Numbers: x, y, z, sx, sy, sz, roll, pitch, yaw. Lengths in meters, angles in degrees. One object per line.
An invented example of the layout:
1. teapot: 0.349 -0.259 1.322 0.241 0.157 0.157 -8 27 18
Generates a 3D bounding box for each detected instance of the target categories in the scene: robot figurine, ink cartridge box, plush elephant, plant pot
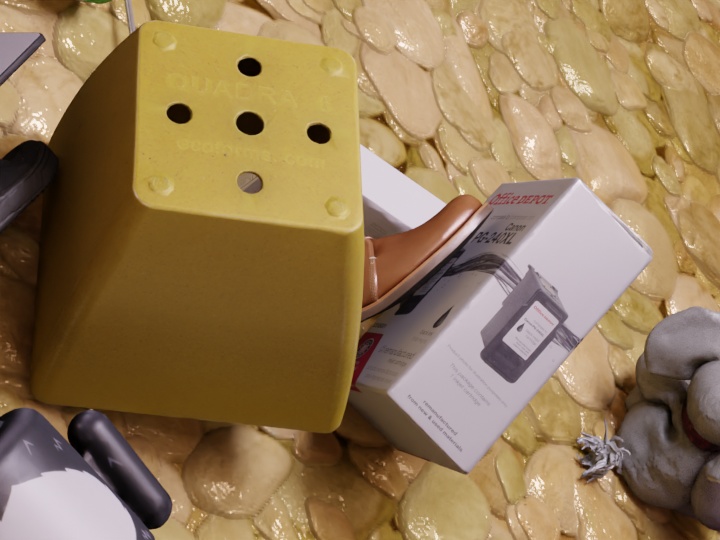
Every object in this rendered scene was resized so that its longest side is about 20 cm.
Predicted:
1. robot figurine: -0.182 0.156 1.044 0.200 0.150 0.125 49 3 -10
2. ink cartridge box: 0.087 0.033 1.333 0.083 0.145 0.200 45 78 -13
3. plush elephant: 0.285 0.119 1.553 0.199 0.155 0.166 0 65 -48
4. plant pot: -0.087 -0.038 1.184 0.198 0.177 0.201 7 56 -14

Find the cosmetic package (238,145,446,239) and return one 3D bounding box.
1. cosmetic package: 0.005 -0.036 1.416 0.199 0.082 0.051 34 44 -29

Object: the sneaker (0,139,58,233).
1. sneaker: -0.264 -0.046 1.146 0.104 0.060 0.200 50 43 -15

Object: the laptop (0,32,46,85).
1. laptop: -0.321 -0.138 1.108 0.188 0.199 0.117 -58 144 -49

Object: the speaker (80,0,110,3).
1. speaker: -0.241 -0.251 1.291 0.199 0.088 0.089 24 49 -36

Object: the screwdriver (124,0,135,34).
1. screwdriver: -0.173 -0.207 1.385 0.029 0.028 0.201 1 61 -13

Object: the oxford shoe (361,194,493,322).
1. oxford shoe: 0.000 0.000 1.314 0.072 0.199 0.071 56 -3 6
